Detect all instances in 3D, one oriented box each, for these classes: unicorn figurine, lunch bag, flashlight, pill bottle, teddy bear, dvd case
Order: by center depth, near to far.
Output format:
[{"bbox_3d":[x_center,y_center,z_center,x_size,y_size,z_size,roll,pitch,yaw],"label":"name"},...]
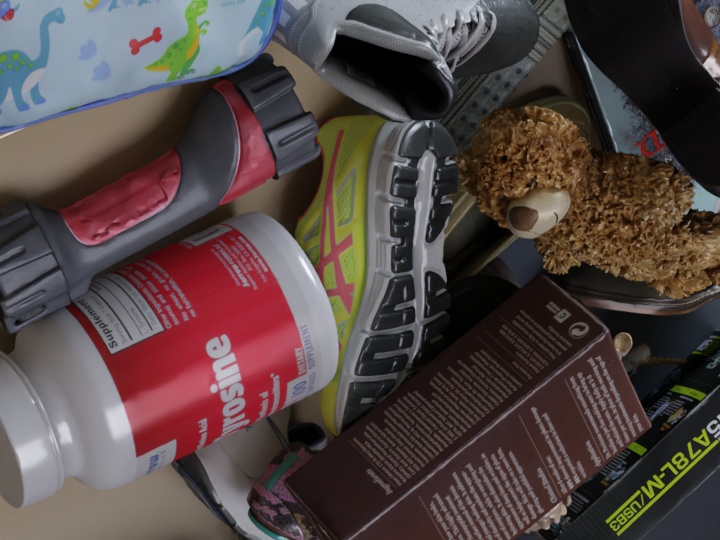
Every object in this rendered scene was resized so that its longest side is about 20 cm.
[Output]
[{"bbox_3d":[-0.131,-0.165,1.398,0.199,0.082,0.161,-14,129,-33],"label":"lunch bag"},{"bbox_3d":[-0.121,-0.047,1.523,0.199,0.068,0.068,-28,157,-13],"label":"flashlight"},{"bbox_3d":[-0.121,0.054,1.566,0.199,0.112,0.113,-25,137,-22],"label":"pill bottle"},{"bbox_3d":[0.147,-0.027,1.634,0.200,0.145,0.067,33,71,-46],"label":"teddy bear"},{"bbox_3d":[0.213,-0.109,1.747,0.146,0.022,0.200,-32,125,-15],"label":"dvd case"},{"bbox_3d":[0.144,0.085,1.817,0.200,0.074,0.137,-51,170,-23],"label":"unicorn figurine"}]

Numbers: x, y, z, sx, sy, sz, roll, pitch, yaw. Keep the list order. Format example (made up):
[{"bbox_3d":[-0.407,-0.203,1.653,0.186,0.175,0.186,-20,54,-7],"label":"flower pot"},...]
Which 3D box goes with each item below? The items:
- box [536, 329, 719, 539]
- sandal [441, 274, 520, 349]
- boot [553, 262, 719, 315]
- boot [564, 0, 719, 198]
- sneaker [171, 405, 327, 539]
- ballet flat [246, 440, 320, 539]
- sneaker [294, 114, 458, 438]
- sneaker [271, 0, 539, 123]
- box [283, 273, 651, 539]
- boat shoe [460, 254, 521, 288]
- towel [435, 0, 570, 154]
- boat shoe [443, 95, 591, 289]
[{"bbox_3d":[0.199,0.121,1.860,0.193,0.048,0.200,-41,-178,-3],"label":"box"},{"bbox_3d":[0.080,0.087,1.714,0.075,0.048,0.201,-13,131,-12],"label":"sandal"},{"bbox_3d":[0.213,-0.024,1.840,0.199,0.075,0.097,-3,101,-27],"label":"boot"},{"bbox_3d":[0.203,-0.113,1.646,0.068,0.188,0.200,-42,162,12],"label":"boot"},{"bbox_3d":[-0.041,0.147,1.749,0.087,0.074,0.200,-44,141,-9],"label":"sneaker"},{"bbox_3d":[0.010,0.148,1.711,0.071,0.069,0.200,-54,141,9],"label":"ballet flat"},{"bbox_3d":[0.000,0.000,1.628,0.078,0.090,0.201,-7,112,-50],"label":"sneaker"},{"bbox_3d":[0.037,-0.114,1.517,0.199,0.116,0.075,2,122,-37],"label":"sneaker"},{"bbox_3d":[0.064,0.107,1.627,0.200,0.075,0.100,-39,136,-11],"label":"box"},{"bbox_3d":[0.055,0.081,1.770,0.073,0.074,0.201,-12,129,-33],"label":"boat shoe"},{"bbox_3d":[0.064,-0.181,1.594,0.200,0.035,0.192,-48,137,7],"label":"towel"},{"bbox_3d":[0.069,-0.027,1.697,0.200,0.063,0.073,-36,139,-10],"label":"boat shoe"}]
